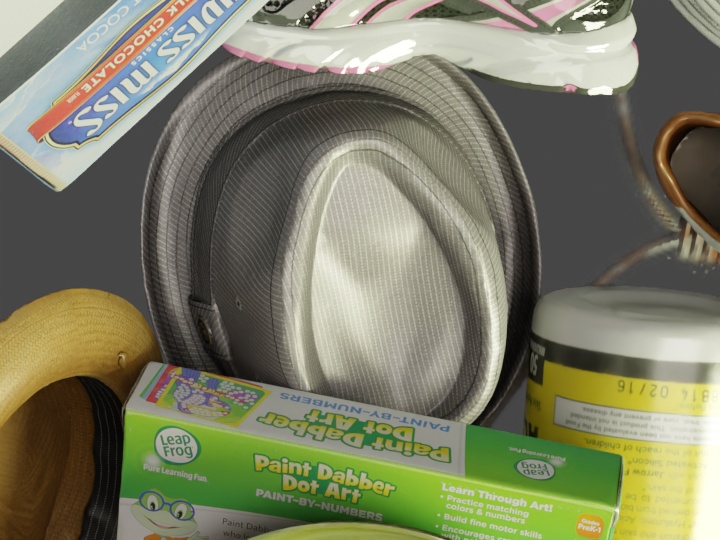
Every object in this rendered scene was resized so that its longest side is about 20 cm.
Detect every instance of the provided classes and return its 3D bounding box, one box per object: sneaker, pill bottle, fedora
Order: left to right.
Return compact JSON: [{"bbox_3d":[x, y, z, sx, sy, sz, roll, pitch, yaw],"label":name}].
[{"bbox_3d":[-0.158,0.092,0.920,0.082,0.200,0.201,22,95,27],"label":"fedora"},{"bbox_3d":[0.000,0.000,0.950,0.176,0.090,0.201,-8,100,-11],"label":"fedora"},{"bbox_3d":[0.019,-0.130,0.929,0.199,0.080,0.087,4,110,-7],"label":"sneaker"},{"bbox_3d":[0.122,0.113,0.984,0.111,0.111,0.201,2,98,-12],"label":"pill bottle"},{"bbox_3d":[0.201,0.000,0.947,0.200,0.085,0.073,35,97,23],"label":"sneaker"}]

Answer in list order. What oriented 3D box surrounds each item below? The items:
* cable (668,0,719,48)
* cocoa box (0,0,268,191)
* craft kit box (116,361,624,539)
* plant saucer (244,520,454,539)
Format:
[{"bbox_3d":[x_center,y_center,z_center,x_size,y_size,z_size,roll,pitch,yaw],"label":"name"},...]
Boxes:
[{"bbox_3d":[0.209,-0.182,0.979,0.199,0.069,0.201,6,97,-13],"label":"cable"},{"bbox_3d":[-0.103,-0.156,0.852,0.200,0.131,0.133,-42,62,2],"label":"cocoa box"},{"bbox_3d":[-0.006,0.148,0.934,0.199,0.049,0.198,11,121,5],"label":"craft kit box"},{"bbox_3d":[0.007,0.178,0.906,0.199,0.031,0.201,5,118,9],"label":"plant saucer"}]
